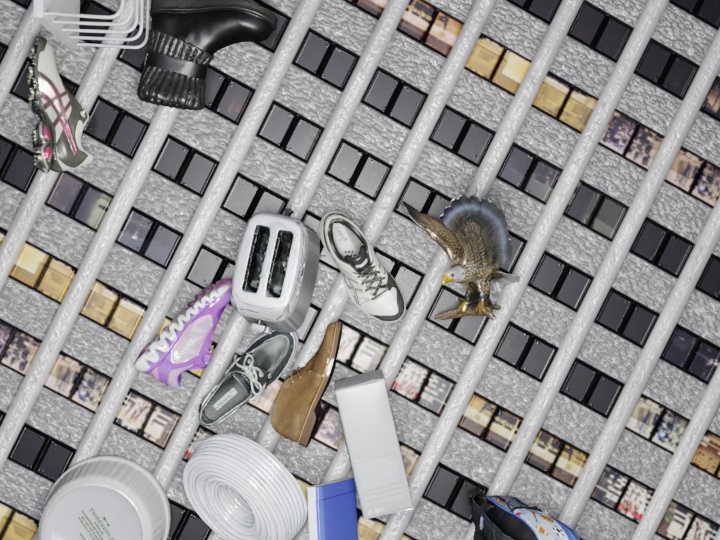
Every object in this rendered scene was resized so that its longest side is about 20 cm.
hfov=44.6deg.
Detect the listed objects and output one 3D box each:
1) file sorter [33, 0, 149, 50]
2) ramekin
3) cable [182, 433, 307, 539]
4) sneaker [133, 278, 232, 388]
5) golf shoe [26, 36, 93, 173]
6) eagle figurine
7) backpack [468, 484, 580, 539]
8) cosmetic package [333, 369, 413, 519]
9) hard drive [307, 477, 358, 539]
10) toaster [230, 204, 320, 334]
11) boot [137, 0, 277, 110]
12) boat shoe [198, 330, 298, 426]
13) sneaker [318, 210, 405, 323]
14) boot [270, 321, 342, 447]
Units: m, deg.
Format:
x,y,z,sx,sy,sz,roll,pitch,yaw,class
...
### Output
x,y,z,sx,sy,sz,roll,pitch,yaw,class
-0.382,-0.409,1.267,0.122,0.200,0.142,2,92,-4,file sorter
-0.397,0.392,1.340,0.198,0.094,0.207,0,92,-2,ramekin
-0.174,0.334,1.309,0.201,0.199,0.069,53,46,-5,cable
-0.253,0.102,1.351,0.200,0.081,0.088,-45,99,4,sneaker
-0.462,-0.252,1.340,0.086,0.077,0.205,-6,94,-22,golf shoe
0.156,-0.025,1.323,0.149,0.151,0.204,-14,100,9,eagle figurine
0.249,0.448,1.322,0.151,0.190,0.205,5,92,-19,backpack
0.018,0.263,1.349,0.088,0.107,0.204,-10,94,-2,cosmetic package
-0.038,0.424,1.324,0.025,0.131,0.205,-7,81,23,hard drive
-0.125,-0.006,1.312,0.111,0.129,0.204,13,85,6,toaster
-0.232,-0.322,1.333,0.206,0.079,0.161,4,85,8,boot
-0.175,0.162,1.355,0.198,0.068,0.074,-39,93,-2,boat shoe
0.000,0.000,1.350,0.075,0.088,0.201,-37,94,-3,sneaker
-0.082,0.168,1.363,0.074,0.074,0.203,21,93,7,boot
